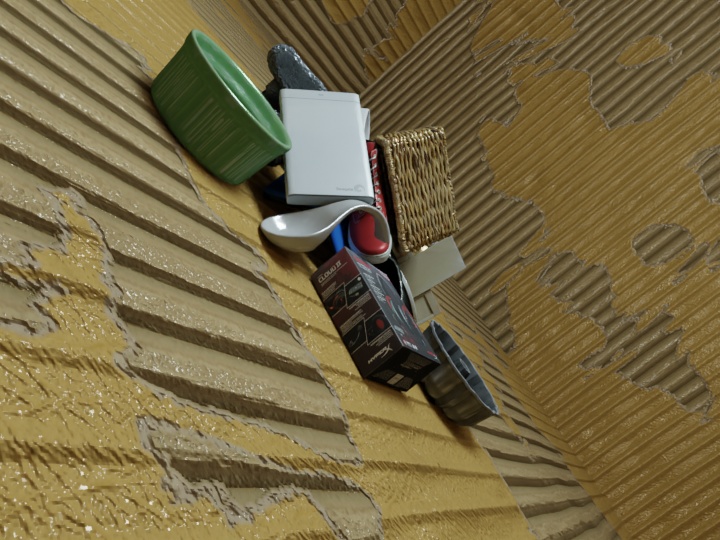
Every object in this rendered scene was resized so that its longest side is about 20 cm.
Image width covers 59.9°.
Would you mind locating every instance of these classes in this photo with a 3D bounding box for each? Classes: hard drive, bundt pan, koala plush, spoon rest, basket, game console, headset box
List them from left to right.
[{"bbox_3d":[-0.130,-0.278,1.146,0.183,0.179,0.200,38,1,-12],"label":"koala plush"},{"bbox_3d":[-0.076,-0.081,1.070,0.166,0.121,0.200,16,19,1],"label":"game console"},{"bbox_3d":[-0.055,-0.190,0.954,0.027,0.128,0.205,114,-28,-58],"label":"hard drive"},{"bbox_3d":[-0.047,-0.066,0.885,0.196,0.062,0.099,-5,22,-31],"label":"spoon rest"},{"bbox_3d":[0.018,0.066,0.925,0.148,0.075,0.202,33,22,-57],"label":"headset box"},{"bbox_3d":[0.070,-0.143,1.118,0.141,0.147,0.205,8,-65,51],"label":"basket"},{"bbox_3d":[0.160,0.193,1.122,0.203,0.075,0.202,51,10,-12],"label":"bundt pan"}]

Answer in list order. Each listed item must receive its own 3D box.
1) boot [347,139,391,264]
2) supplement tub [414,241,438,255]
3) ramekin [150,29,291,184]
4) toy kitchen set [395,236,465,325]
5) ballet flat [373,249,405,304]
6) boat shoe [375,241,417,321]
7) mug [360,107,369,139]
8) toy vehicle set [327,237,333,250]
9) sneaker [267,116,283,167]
[{"bbox_3d":[0.011,-0.121,1.019,0.203,0.070,0.147,-99,-173,-47],"label":"boot"},{"bbox_3d":[0.118,-0.049,1.531,0.202,0.144,0.144,54,11,9],"label":"supplement tub"},{"bbox_3d":[-0.194,-0.217,0.865,0.201,0.097,0.201,50,11,-13],"label":"ramekin"},{"bbox_3d":[0.108,-0.013,1.305,0.204,0.160,0.180,63,-5,-6],"label":"toy kitchen set"},{"bbox_3d":[0.047,0.034,1.037,0.057,0.065,0.205,112,-31,-69],"label":"ballet flat"},{"bbox_3d":[0.044,0.007,1.117,0.076,0.059,0.204,155,-87,-81],"label":"boat shoe"},{"bbox_3d":[-0.072,-0.270,1.394,0.202,0.170,0.150,91,8,-51],"label":"mug"},{"bbox_3d":[0.000,0.000,1.190,0.124,0.026,0.202,38,18,-55],"label":"toy vehicle set"},{"bbox_3d":[-0.120,-0.204,1.004,0.075,0.194,0.082,95,-12,-52],"label":"sneaker"}]
